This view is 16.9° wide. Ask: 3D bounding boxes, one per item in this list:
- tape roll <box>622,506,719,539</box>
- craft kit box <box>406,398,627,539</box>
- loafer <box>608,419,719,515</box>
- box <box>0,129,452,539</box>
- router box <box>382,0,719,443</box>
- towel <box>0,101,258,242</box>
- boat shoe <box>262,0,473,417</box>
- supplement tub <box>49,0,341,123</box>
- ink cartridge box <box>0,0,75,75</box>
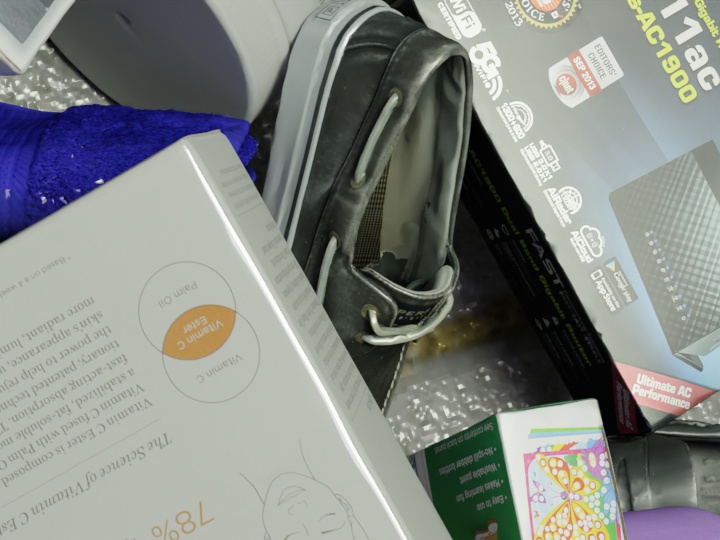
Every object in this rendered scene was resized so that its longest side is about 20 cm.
[{"bbox_3d":[0.101,0.189,0.886,0.065,0.200,0.201,-5,78,-25],"label":"tape roll"},{"bbox_3d":[0.043,0.163,0.870,0.048,0.200,0.198,-9,79,-25],"label":"craft kit box"},{"bbox_3d":[0.113,0.090,0.991,0.200,0.070,0.068,0,76,-23],"label":"loafer"},{"bbox_3d":[-0.050,0.075,0.735,0.124,0.097,0.201,-29,92,5],"label":"box"},{"bbox_3d":[0.116,-0.054,0.961,0.150,0.062,0.201,-31,95,-18],"label":"router box"},{"bbox_3d":[-0.136,-0.039,0.849,0.199,0.148,0.050,3,95,-1],"label":"towel"},{"bbox_3d":[0.000,0.000,0.918,0.072,0.071,0.201,-15,119,-41],"label":"boat shoe"},{"bbox_3d":[-0.032,-0.163,0.963,0.132,0.132,0.200,44,63,-7],"label":"supplement tub"},{"bbox_3d":[-0.137,-0.155,0.883,0.043,0.198,0.200,48,62,-34],"label":"ink cartridge box"}]
